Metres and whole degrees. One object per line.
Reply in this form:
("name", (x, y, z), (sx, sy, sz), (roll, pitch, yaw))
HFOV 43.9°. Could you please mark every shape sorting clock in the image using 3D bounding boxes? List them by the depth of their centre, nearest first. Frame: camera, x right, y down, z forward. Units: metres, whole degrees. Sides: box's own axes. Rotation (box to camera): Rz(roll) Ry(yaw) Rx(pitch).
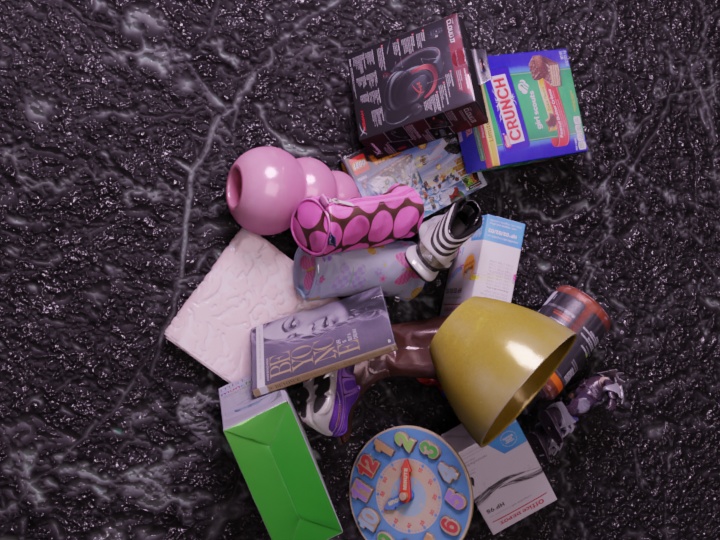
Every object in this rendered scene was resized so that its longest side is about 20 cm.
("shape sorting clock", (0.070, 0.329, 1.303), (0.039, 0.198, 0.202), (10, 83, -58))

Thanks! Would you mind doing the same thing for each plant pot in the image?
("plant pot", (0.179, 0.119, 1.229), (0.142, 0.200, 0.200), (41, 76, 20))

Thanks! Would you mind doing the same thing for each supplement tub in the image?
("supplement tub", (0.294, 0.127, 1.400), (0.107, 0.107, 0.200), (45, 77, -10))

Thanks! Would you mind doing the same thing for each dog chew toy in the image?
("dog chew toy", (-0.090, -0.110, 1.290), (0.198, 0.124, 0.126), (3, 87, -31))

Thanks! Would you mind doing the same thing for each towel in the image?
("towel", (-0.153, 0.068, 1.306), (0.190, 0.032, 0.201), (38, 79, -13))

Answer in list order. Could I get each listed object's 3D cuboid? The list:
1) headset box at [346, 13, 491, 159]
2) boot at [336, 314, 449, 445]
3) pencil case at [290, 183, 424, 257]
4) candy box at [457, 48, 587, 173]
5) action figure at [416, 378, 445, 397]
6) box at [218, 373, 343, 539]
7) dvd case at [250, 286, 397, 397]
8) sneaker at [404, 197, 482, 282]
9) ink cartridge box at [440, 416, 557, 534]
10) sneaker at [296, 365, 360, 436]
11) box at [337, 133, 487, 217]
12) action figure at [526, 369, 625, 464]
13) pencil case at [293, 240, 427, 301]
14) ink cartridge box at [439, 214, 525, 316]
("headset box", (0.090, -0.268, 1.296), (0.198, 0.075, 0.150), (-17, 68, 19))
("boot", (0.054, 0.160, 1.313), (0.198, 0.064, 0.189), (-1, 80, 1))
("pencil case", (0.003, -0.075, 1.251), (0.199, 0.091, 0.094), (-15, 136, -44))
("candy box", (0.244, -0.249, 1.394), (0.198, 0.077, 0.171), (-12, 90, -28))
("action figure", (0.156, 0.168, 1.376), (0.200, 0.065, 0.099), (39, 92, -13))
("box", (-0.111, 0.253, 1.219), (0.096, 0.176, 0.202), (-23, 104, -7))
("dvd case", (-0.055, 0.093, 1.219), (0.198, 0.149, 0.016), (-19, 120, 3))
("sneaker", (0.140, -0.058, 1.306), (0.115, 0.201, 0.076), (-41, 94, 24))
("ink cartridge box", (0.218, 0.313, 1.354), (0.115, 0.067, 0.201), (-29, 111, 2))
("sneaker", (-0.036, 0.143, 1.261), (0.083, 0.080, 0.201), (43, 45, -35))
("box", (0.082, -0.150, 1.380), (0.199, 0.040, 0.138), (-27, 97, -16))
("action figure", (0.337, 0.213, 1.382), (0.199, 0.130, 0.070), (-28, 74, -38))
("pencil case", (0.000, 0.000, 1.311), (0.198, 0.083, 0.091), (2, 119, -29))
("ink cartridge box", (0.180, 0.023, 1.364), (0.067, 0.115, 0.202), (13, 84, -15))
